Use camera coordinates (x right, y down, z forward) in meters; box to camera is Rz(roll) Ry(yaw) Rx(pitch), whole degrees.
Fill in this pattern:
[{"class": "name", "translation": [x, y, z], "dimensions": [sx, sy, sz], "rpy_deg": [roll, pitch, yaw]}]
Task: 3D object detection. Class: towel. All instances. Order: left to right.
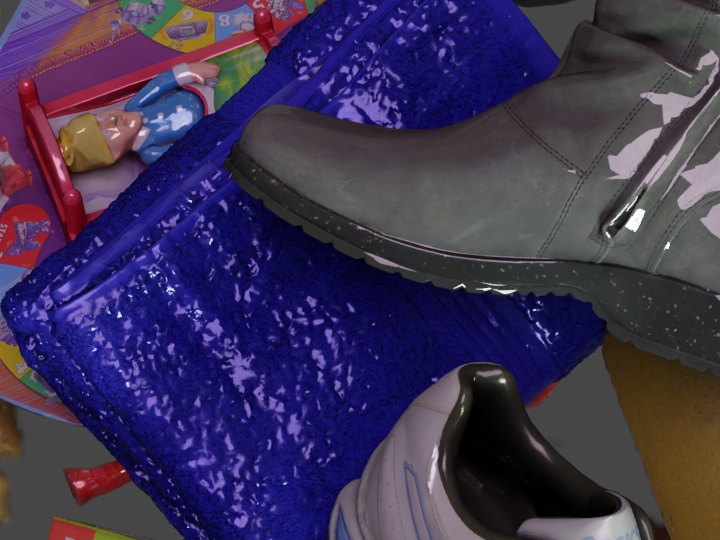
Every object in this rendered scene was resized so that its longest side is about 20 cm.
[{"class": "towel", "translation": [0.000, 0.000, 0.932], "dimensions": [0.200, 0.050, 0.148], "rpy_deg": [-43, 91, -18]}]

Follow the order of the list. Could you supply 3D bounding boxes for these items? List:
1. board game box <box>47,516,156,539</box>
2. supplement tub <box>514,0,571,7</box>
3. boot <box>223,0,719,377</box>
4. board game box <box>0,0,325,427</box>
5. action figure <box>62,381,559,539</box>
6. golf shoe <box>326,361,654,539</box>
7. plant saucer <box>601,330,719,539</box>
[{"class": "board game box", "translation": [-0.021, 0.142, 0.832], "dimensions": [0.199, 0.047, 0.102], "rpy_deg": [10, 83, 42]}, {"class": "supplement tub", "translation": [0.059, -0.201, 1.003], "dimensions": [0.106, 0.107, 0.201], "rpy_deg": [15, 78, 5]}, {"class": "boot", "translation": [0.066, -0.054, 0.857], "dimensions": [0.199, 0.068, 0.131], "rpy_deg": [17, 102, 13]}, {"class": "board game box", "translation": [-0.067, -0.043, 0.974], "dimensions": [0.157, 0.039, 0.201], "rpy_deg": [19, 64, 13]}, {"class": "action figure", "translation": [-0.001, 0.045, 0.978], "dimensions": [0.199, 0.052, 0.066], "rpy_deg": [-27, 83, -10]}, {"class": "golf shoe", "translation": [0.063, 0.115, 0.834], "dimensions": [0.078, 0.097, 0.200], "rpy_deg": [-20, 58, -35]}, {"class": "plant saucer", "translation": [0.191, 0.052, 0.873], "dimensions": [0.199, 0.049, 0.201], "rpy_deg": [-9, 42, -6]}]
